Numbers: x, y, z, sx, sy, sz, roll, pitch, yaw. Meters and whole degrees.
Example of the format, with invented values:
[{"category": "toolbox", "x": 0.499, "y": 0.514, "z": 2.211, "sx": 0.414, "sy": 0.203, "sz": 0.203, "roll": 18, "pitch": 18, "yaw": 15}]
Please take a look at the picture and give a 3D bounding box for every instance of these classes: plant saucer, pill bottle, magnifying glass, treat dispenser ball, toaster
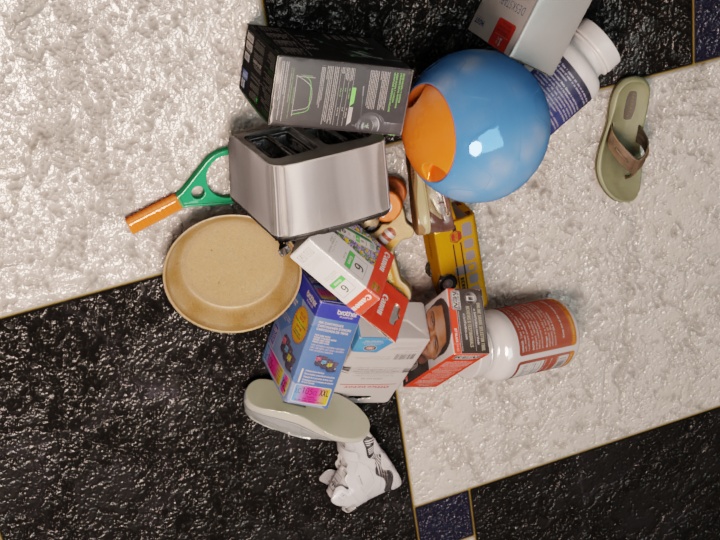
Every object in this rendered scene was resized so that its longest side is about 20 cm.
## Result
[{"category": "plant saucer", "x": -0.184, "y": -0.001, "z": 1.690, "sx": 0.198, "sy": 0.036, "sz": 0.202, "roll": -4, "pitch": 123, "yaw": -6}, {"category": "pill bottle", "x": 0.274, "y": -0.267, "z": 1.697, "sx": 0.200, "sy": 0.111, "sz": 0.111, "roll": -41, "pitch": 121, "yaw": 3}, {"category": "magnifying glass", "x": -0.236, "y": -0.108, "z": 1.648, "sx": 0.199, "sy": 0.022, "sz": 0.080, "roll": -29, "pitch": 121, "yaw": -7}, {"category": "treat dispenser ball", "x": 0.153, "y": -0.191, "z": 1.560, "sx": 0.199, "sy": 0.201, "sz": 0.203, "roll": -8, "pitch": 117, "yaw": -16}, {"category": "toaster", "x": -0.069, "y": -0.125, "z": 1.585, "sx": 0.179, "sy": 0.200, "sz": 0.120, "roll": -16, "pitch": 120, "yaw": -22}, {"category": "pill bottle", "x": 0.238, "y": 0.111, "z": 1.839, "sx": 0.199, "sy": 0.112, "sz": 0.113, "roll": -8, "pitch": 118, "yaw": -34}]

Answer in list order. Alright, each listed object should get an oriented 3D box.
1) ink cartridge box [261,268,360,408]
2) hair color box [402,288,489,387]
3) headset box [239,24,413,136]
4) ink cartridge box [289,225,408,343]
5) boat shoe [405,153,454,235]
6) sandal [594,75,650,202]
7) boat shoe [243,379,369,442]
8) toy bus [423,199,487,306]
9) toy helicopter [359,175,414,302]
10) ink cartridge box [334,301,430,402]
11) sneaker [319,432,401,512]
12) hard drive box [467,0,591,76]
[{"category": "ink cartridge box", "x": -0.068, "y": 0.079, "z": 1.727, "sx": 0.076, "sy": 0.137, "sz": 0.202, "roll": 12, "pitch": 110, "yaw": -26}, {"category": "hair color box", "x": 0.121, "y": 0.104, "z": 1.762, "sx": 0.061, "sy": 0.200, "sz": 0.103, "roll": 2, "pitch": 70, "yaw": -20}, {"category": "headset box", "x": -0.043, "y": -0.253, "z": 1.556, "sx": 0.198, "sy": 0.174, "sz": 0.094, "roll": 2, "pitch": 114, "yaw": -21}, {"category": "ink cartridge box", "x": 0.000, "y": 0.000, "z": 1.666, "sx": 0.200, "sy": 0.109, "sz": 0.050, "roll": 40, "pitch": 125, "yaw": -14}, {"category": "boat shoe", "x": 0.105, "y": -0.153, "z": 1.685, "sx": 0.071, "sy": 0.072, "sz": 0.202, "roll": -4, "pitch": 88, "yaw": -5}, {"category": "sandal", "x": 0.410, "y": -0.197, "z": 1.809, "sx": 0.079, "sy": 0.057, "sz": 0.203, "roll": -8, "pitch": 117, "yaw": -15}, {"category": "boat shoe", "x": -0.085, "y": 0.223, "z": 1.809, "sx": 0.199, "sy": 0.071, "sz": 0.072, "roll": 17, "pitch": 146, "yaw": -1}, {"category": "toy bus", "x": 0.138, "y": -0.033, "z": 1.787, "sx": 0.078, "sy": 0.065, "sz": 0.202, "roll": -18, "pitch": 119, "yaw": -11}, {"category": "toy helicopter", "x": 0.021, "y": -0.034, "z": 1.736, "sx": 0.131, "sy": 0.079, "sz": 0.202, "roll": -14, "pitch": 109, "yaw": 13}, {"category": "ink cartridge box", "x": 0.017, "y": 0.127, "z": 1.793, "sx": 0.115, "sy": 0.068, "sz": 0.200, "roll": 2, "pitch": 145, "yaw": -20}, {"category": "sneaker", "x": -0.020, "y": 0.307, "z": 1.887, "sx": 0.114, "sy": 0.075, "sz": 0.201, "roll": -35, "pitch": 125, "yaw": -4}, {"category": "hard drive box", "x": 0.248, "y": -0.388, "z": 1.605, "sx": 0.076, "sy": 0.156, "sz": 0.201, "roll": 19, "pitch": 107, "yaw": -25}]
